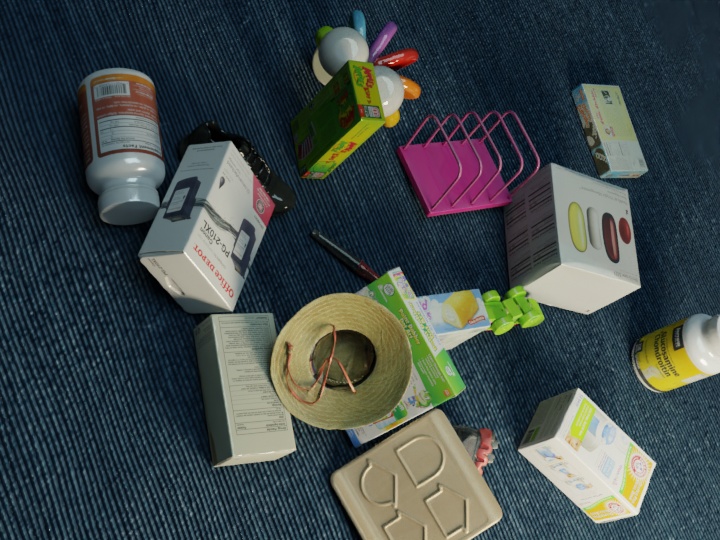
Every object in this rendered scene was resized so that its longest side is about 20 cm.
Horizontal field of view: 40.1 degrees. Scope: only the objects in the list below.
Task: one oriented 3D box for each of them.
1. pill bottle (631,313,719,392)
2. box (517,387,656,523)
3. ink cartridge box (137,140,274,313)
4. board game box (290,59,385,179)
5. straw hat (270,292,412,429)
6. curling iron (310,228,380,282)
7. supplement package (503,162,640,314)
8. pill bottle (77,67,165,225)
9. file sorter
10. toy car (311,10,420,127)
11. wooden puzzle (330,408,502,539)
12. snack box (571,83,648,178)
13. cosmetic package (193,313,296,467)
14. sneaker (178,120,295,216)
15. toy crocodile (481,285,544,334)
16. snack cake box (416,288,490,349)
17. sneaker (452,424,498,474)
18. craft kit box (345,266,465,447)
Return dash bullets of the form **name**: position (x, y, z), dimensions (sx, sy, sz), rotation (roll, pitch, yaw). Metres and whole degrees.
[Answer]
- **pill bottle**: position (0.604, 0.146, 1.809), dimensions (0.111, 0.200, 0.113), rotation (14, 62, -27)
- **box**: position (0.381, 0.312, 1.653), dimensions (0.200, 0.101, 0.113), rotation (44, 53, -9)
- **ink cartridge box**: position (-0.214, -0.059, 1.405), dimensions (0.145, 0.083, 0.202), rotation (57, 41, -45)
- **board game box**: position (-0.039, -0.234, 1.560), dimensions (0.047, 0.200, 0.103), rotation (-1, 70, -33)
- **straw hat**: position (-0.024, 0.122, 1.392), dimensions (0.198, 0.085, 0.204), rotation (1, 95, 5)
- **curling iron**: position (0.000, 0.000, 1.587), dimensions (0.200, 0.026, 0.050), rotation (43, 27, -6)
- **supplement package**: position (0.379, -0.054, 1.786), dimensions (0.189, 0.147, 0.202), rotation (13, 62, -27)
- **pill bottle**: position (-0.336, -0.173, 1.397), dimensions (0.111, 0.112, 0.202), rotation (1, 70, -32)
- **file sorter**: position (0.194, -0.197, 1.730), dimensions (0.198, 0.126, 0.140), rotation (-10, 66, -35)
- **toy car**: position (0.018, -0.345, 1.644), dimensions (0.150, 0.175, 0.200), rotation (-45, 97, -3)
- **wooden puzzle**: position (0.081, 0.332, 1.452), dimensions (0.199, 0.046, 0.186), rotation (-30, 81, -9)
- **snack box**: position (0.517, -0.290, 2.049), dimensions (0.115, 0.037, 0.202), rotation (-4, 72, -34)
- **cosmetic package**: position (-0.164, 0.166, 1.384), dimensions (0.104, 0.071, 0.202), rotation (2, 68, -33)
- **sneaker**: position (-0.179, -0.154, 1.505), dimensions (0.199, 0.091, 0.077), rotation (31, 54, -20)
- **toy crocodile**: position (0.245, 0.074, 1.679), dimensions (0.199, 0.062, 0.068), rotation (-6, 57, -45)
- **snack cake box**: position (0.091, 0.089, 1.557), dimensions (0.198, 0.115, 0.068), rotation (-7, 72, -35)
- **sneaker**: position (0.139, 0.327, 1.513), dimensions (0.097, 0.071, 0.202), rotation (21, 69, -3)
- **craft kit box**: position (0.024, 0.129, 1.444), dimensions (0.048, 0.197, 0.201), rotation (-22, 82, -57)
